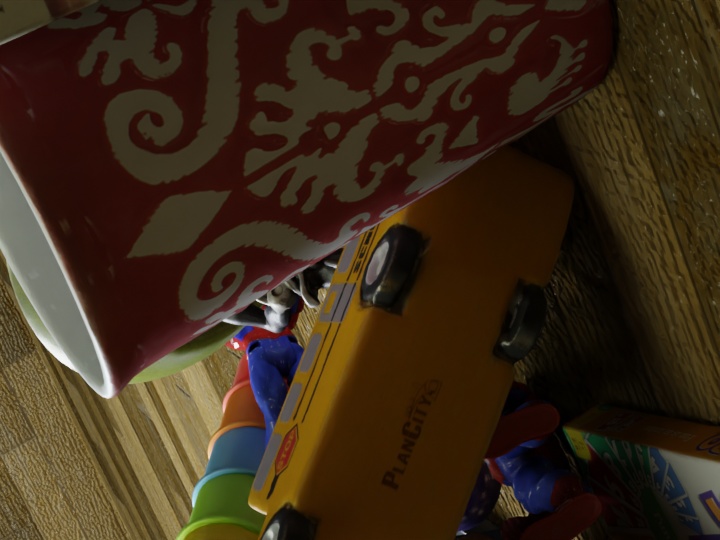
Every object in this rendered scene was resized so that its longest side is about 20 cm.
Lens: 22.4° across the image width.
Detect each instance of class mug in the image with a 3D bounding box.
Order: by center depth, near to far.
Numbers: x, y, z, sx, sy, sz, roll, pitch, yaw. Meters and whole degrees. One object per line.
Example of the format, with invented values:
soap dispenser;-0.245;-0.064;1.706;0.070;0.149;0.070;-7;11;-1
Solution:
mug;-0.039;-0.078;0.610;0.178;0.200;0.134;51;162;36

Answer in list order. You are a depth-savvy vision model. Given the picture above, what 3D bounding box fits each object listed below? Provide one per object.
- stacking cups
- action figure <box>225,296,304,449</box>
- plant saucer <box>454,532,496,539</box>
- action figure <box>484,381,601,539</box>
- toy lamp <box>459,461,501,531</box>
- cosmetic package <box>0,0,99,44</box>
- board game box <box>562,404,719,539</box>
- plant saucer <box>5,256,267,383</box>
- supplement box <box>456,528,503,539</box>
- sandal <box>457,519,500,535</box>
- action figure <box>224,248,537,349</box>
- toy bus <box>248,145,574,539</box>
stacking cups;-0.064;0.116;0.978;0.200;0.060;0.061;-82;-24;-57
action figure;-0.040;0.033;0.969;0.200;0.065;0.099;-124;33;-50
plant saucer;0.107;0.155;0.705;0.200;0.038;0.200;28;175;2
action figure;0.067;0.080;0.778;0.066;0.052;0.200;60;-177;3
toy lamp;0.012;0.093;0.807;0.058;0.058;0.200;56;-170;18
cosmetic package;-0.053;-0.151;0.523;0.087;0.200;0.104;35;150;58
board game box;0.143;0.104;0.674;0.096;0.030;0.200;64;162;-8
plant saucer;-0.083;-0.039;0.864;0.031;0.200;0.200;16;137;37
supplement box;0.039;0.266;0.859;0.200;0.134;0.200;-99;2;-53
sandal;0.093;0.213;0.987;0.200;0.043;0.076;56;164;20
action figure;0.000;0.000;0.794;0.200;0.102;0.119;11;93;26
toy bus;0.012;0.045;0.673;0.065;0.200;0.078;23;172;-16
